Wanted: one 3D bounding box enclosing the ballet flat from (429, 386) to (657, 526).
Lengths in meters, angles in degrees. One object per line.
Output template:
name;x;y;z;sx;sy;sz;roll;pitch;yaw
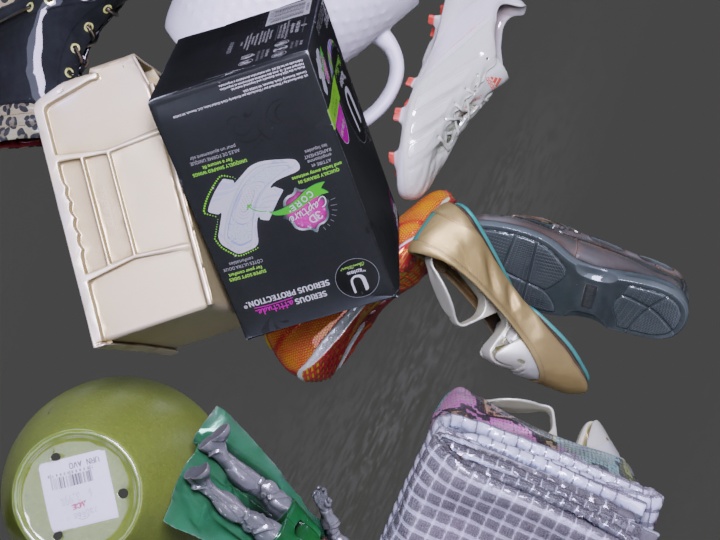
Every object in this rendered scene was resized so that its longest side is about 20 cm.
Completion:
ballet flat;0.155;0.146;1.213;0.200;0.069;0.071;23;58;3

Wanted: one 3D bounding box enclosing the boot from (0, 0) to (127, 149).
boot;-0.231;-0.186;1.248;0.203;0.073;0.154;-7;85;5

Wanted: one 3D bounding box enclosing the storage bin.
storage bin;-0.158;-0.044;1.157;0.093;0.200;0.199;-17;83;7

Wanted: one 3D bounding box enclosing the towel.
towel;0.118;0.223;1.159;0.200;0.086;0.166;23;113;2

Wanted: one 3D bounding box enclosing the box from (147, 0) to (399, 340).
box;-0.057;-0.079;1.119;0.124;0.149;0.200;-15;114;10

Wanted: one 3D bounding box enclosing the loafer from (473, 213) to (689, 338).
loafer;0.176;-0.001;1.236;0.199;0.063;0.072;21;125;4

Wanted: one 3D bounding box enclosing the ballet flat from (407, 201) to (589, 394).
ballet flat;0.107;0.037;1.201;0.063;0.069;0.200;-42;103;-16

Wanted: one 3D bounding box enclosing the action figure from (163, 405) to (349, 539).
action figure;-0.050;0.201;1.120;0.200;0.055;0.118;44;42;-19

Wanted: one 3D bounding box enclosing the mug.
mug;-0.049;-0.201;1.219;0.175;0.148;0.200;-39;101;3

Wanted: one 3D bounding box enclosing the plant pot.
plant pot;-0.199;0.169;1.137;0.186;0.200;0.188;0;83;1

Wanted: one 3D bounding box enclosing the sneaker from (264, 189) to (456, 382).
sneaker;0.000;0.000;1.225;0.200;0.073;0.077;-44;69;-10

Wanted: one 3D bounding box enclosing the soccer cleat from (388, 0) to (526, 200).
soccer cleat;0.080;-0.150;1.238;0.077;0.069;0.201;15;76;13
